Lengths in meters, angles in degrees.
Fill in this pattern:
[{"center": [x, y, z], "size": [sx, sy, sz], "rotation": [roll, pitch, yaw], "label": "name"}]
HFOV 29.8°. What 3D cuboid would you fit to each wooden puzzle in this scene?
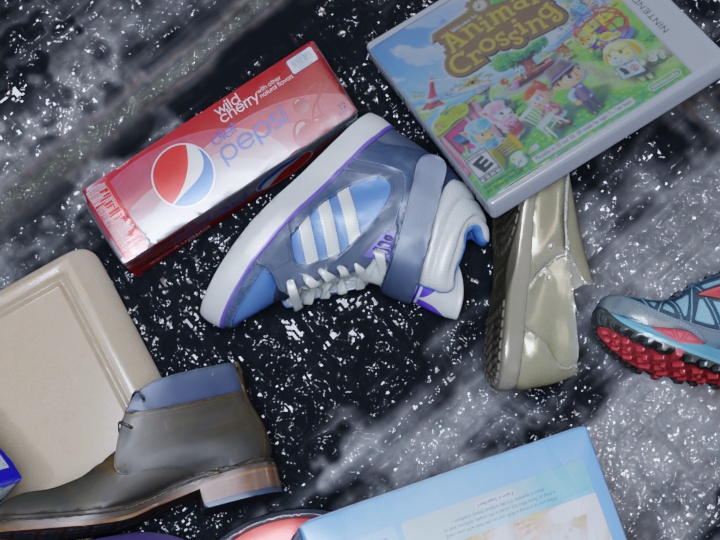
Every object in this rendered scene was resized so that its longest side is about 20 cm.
[{"center": [-0.237, 0.110, 0.964], "size": [0.198, 0.037, 0.187], "rotation": [-28, 85, -10], "label": "wooden puzzle"}]

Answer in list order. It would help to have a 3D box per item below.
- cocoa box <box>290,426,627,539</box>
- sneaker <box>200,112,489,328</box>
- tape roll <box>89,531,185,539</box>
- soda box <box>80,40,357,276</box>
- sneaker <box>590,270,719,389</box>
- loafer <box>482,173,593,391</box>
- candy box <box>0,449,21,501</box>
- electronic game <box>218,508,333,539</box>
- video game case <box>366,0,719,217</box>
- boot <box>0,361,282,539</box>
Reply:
[{"center": [0.066, 0.201, 0.879], "size": [0.197, 0.131, 0.135], "rotation": [-17, 77, -10], "label": "cocoa box"}, {"center": [0.000, 0.000, 0.959], "size": [0.146, 0.081, 0.200], "rotation": [41, 78, 8], "label": "sneaker"}, {"center": [-0.159, 0.278, 0.893], "size": [0.197, 0.085, 0.204], "rotation": [-2, 83, 14], "label": "tape roll"}, {"center": [-0.099, -0.079, 0.972], "size": [0.199, 0.070, 0.064], "rotation": [-33, 85, -6], "label": "soda box"}, {"center": [0.260, 0.034, 0.973], "size": [0.197, 0.079, 0.097], "rotation": [12, 73, -8], "label": "sneaker"}, {"center": [0.132, -0.010, 0.970], "size": [0.067, 0.076, 0.203], "rotation": [11, 79, -10], "label": "loafer"}, {"center": [-0.338, 0.182, 0.850], "size": [0.200, 0.169, 0.077], "rotation": [-44, 77, 17], "label": "candy box"}, {"center": [-0.039, 0.268, 0.942], "size": [0.196, 0.042, 0.204], "rotation": [0, 83, -1], "label": "electronic game"}, {"center": [0.129, -0.153, 0.972], "size": [0.198, 0.022, 0.183], "rotation": [-31, 56, -5], "label": "video game case"}, {"center": [-0.158, 0.125, 0.921], "size": [0.197, 0.075, 0.098], "rotation": [-8, 75, -18], "label": "boot"}]
